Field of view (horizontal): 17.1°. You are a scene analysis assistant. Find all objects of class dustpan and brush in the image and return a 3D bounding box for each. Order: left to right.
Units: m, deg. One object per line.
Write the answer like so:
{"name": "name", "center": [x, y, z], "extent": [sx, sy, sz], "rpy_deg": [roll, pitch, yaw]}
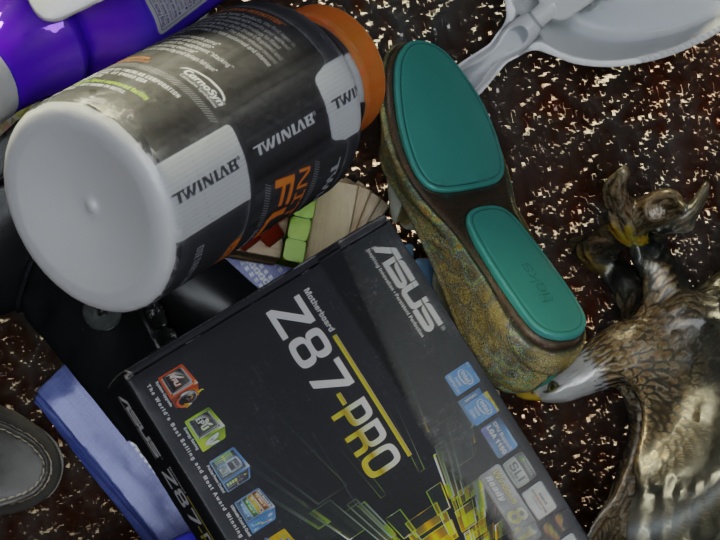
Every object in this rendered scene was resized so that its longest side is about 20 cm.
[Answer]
{"name": "dustpan and brush", "center": [0.108, -0.145, 1.263], "extent": [0.200, 0.057, 0.140], "rpy_deg": [-40, 92, 20]}

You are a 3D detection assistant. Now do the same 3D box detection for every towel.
{"name": "towel", "center": [-0.056, 0.058, 1.271], "extent": [0.200, 0.024, 0.145], "rpy_deg": [-40, 92, -6]}

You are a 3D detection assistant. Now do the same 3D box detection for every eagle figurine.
{"name": "eagle figurine", "center": [0.155, 0.063, 1.233], "extent": [0.150, 0.151, 0.201], "rpy_deg": [-24, 73, 30]}

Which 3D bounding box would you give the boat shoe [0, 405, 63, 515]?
{"name": "boat shoe", "center": [-0.252, 0.086, 1.229], "extent": [0.199, 0.057, 0.067], "rpy_deg": [16, 91, -5]}

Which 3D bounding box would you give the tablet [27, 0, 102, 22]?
{"name": "tablet", "center": [-0.090, -0.211, 1.143], "extent": [0.199, 0.014, 0.131], "rpy_deg": [-27, 72, -7]}

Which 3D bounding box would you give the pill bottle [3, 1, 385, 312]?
{"name": "pill bottle", "center": [-0.070, -0.066, 1.152], "extent": [0.200, 0.106, 0.107], "rpy_deg": [-35, 95, -46]}

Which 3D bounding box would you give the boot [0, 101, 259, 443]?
{"name": "boot", "center": [-0.165, 0.028, 1.213], "extent": [0.200, 0.076, 0.168], "rpy_deg": [-40, 95, 9]}

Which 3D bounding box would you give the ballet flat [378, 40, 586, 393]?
{"name": "ballet flat", "center": [0.050, -0.024, 1.221], "extent": [0.070, 0.071, 0.201], "rpy_deg": [-24, 65, -5]}

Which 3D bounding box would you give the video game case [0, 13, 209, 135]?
{"name": "video game case", "center": [-0.152, -0.121, 1.259], "extent": [0.142, 0.018, 0.201], "rpy_deg": [6, 89, -5]}

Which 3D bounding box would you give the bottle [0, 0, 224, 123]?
{"name": "bottle", "center": [-0.126, -0.139, 1.179], "extent": [0.200, 0.065, 0.084], "rpy_deg": [-43, 100, -35]}

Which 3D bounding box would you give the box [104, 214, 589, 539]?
{"name": "box", "center": [-0.004, 0.099, 1.156], "extent": [0.161, 0.049, 0.201], "rpy_deg": [-30, 87, -24]}

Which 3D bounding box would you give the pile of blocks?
{"name": "pile of blocks", "center": [0.000, 0.000, 1.237], "extent": [0.200, 0.062, 0.082], "rpy_deg": [36, 84, -3]}

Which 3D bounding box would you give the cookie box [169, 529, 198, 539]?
{"name": "cookie box", "center": [-0.114, 0.240, 1.197], "extent": [0.199, 0.075, 0.172], "rpy_deg": [-26, 83, 13]}
